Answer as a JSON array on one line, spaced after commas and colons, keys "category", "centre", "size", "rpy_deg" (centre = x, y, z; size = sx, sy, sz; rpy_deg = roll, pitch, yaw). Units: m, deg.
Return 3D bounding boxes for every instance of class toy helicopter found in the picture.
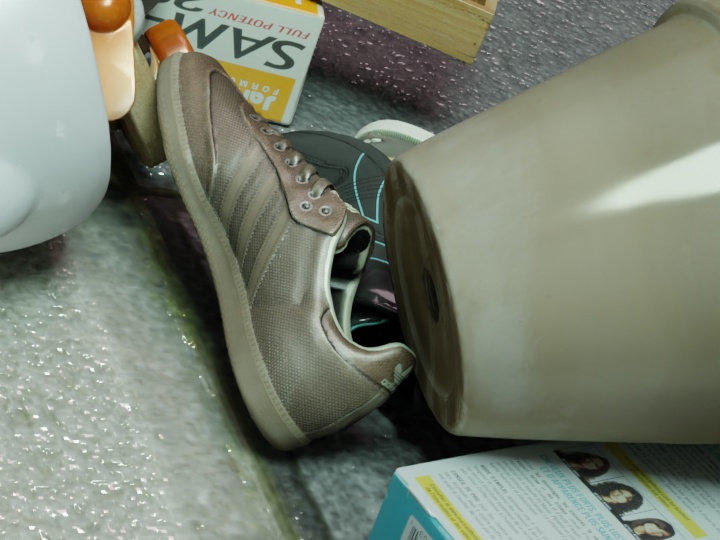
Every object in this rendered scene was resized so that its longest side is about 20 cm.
[{"category": "toy helicopter", "centre": [-0.136, -0.140, 0.972], "size": [0.079, 0.201, 0.132], "rpy_deg": [-26, 13, -6]}]

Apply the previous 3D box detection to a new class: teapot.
[{"category": "teapot", "centre": [-0.205, -0.092, 0.904], "size": [0.145, 0.199, 0.200], "rpy_deg": [-17, 10, -17]}]

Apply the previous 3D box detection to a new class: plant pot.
[{"category": "plant pot", "centre": [0.106, -0.007, 0.867], "size": [0.173, 0.201, 0.200], "rpy_deg": [-13, 38, -10]}]

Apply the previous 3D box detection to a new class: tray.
[{"category": "tray", "centre": [-0.019, -0.183, 1.146], "size": [0.199, 0.037, 0.099], "rpy_deg": [23, 29, -4]}]

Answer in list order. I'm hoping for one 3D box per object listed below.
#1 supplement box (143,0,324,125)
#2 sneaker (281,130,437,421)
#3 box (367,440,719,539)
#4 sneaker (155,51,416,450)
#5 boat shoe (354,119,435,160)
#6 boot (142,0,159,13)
[{"category": "supplement box", "centre": [-0.095, -0.175, 1.190], "size": [0.125, 0.074, 0.200], "rpy_deg": [12, 31, -15]}, {"category": "sneaker", "centre": [0.000, 0.000, 0.967], "size": [0.079, 0.076, 0.200], "rpy_deg": [-15, 45, -42]}, {"category": "box", "centre": [0.105, 0.112, 0.873], "size": [0.199, 0.049, 0.082], "rpy_deg": [-6, 39, -37]}, {"category": "sneaker", "centre": [-0.032, -0.019, 0.923], "size": [0.070, 0.075, 0.201], "rpy_deg": [51, 19, -64]}, {"category": "boat shoe", "centre": [0.074, -0.014, 1.041], "size": [0.201, 0.072, 0.060], "rpy_deg": [22, 31, 14]}, {"category": "boot", "centre": [-0.195, -0.174, 1.047], "size": [0.199, 0.074, 0.076], "rpy_deg": [9, 22, -18]}]
